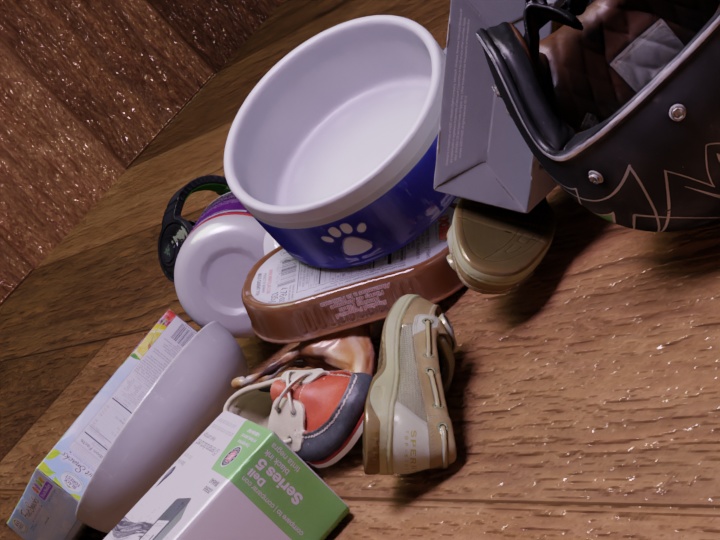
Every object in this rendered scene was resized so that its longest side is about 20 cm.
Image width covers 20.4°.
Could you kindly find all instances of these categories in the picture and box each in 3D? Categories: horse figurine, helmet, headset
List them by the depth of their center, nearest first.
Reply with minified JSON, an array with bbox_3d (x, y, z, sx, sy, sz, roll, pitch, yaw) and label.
[{"bbox_3d":[0.186,-0.117,1.237,0.199,0.191,0.200,-30,-26,-16],"label":"helmet"},{"bbox_3d":[-0.017,0.047,1.621,0.132,0.050,0.200,-18,21,35],"label":"horse figurine"},{"bbox_3d":[-0.161,0.000,2.062,0.094,0.123,0.201,-30,39,47],"label":"headset"}]

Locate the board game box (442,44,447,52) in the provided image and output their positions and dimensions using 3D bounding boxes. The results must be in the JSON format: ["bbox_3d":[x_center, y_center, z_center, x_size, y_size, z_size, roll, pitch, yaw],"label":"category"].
[{"bbox_3d":[0.129,-0.194,1.749,0.200,0.043,0.199,-33,-6,-32],"label":"board game box"}]

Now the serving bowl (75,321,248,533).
[{"bbox_3d":[-0.151,0.142,1.655,0.201,0.066,0.200,-55,-4,-6],"label":"serving bowl"}]

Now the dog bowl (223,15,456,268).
[{"bbox_3d":[-0.006,-0.103,1.589,0.199,0.079,0.201,-22,43,22],"label":"dog bowl"}]

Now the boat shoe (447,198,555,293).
[{"bbox_3d":[0.100,-0.028,1.465,0.201,0.073,0.063,-81,4,-62],"label":"boat shoe"}]

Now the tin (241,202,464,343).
[{"bbox_3d":[0.000,0.000,1.590,0.199,0.042,0.112,-16,33,11],"label":"tin"}]

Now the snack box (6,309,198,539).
[{"bbox_3d":[-0.227,0.152,1.822,0.200,0.068,0.169,-54,1,-31],"label":"snack box"}]

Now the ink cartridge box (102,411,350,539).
[{"bbox_3d":[-0.118,0.203,1.393,0.200,0.084,0.145,-47,14,-11],"label":"ink cartridge box"}]

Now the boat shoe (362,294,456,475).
[{"bbox_3d":[0.043,0.077,1.364,0.063,0.074,0.201,3,21,8],"label":"boat shoe"}]

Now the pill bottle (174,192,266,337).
[{"bbox_3d":[-0.109,-0.012,1.891,0.112,0.113,0.200,-42,8,11],"label":"pill bottle"}]

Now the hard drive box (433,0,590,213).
[{"bbox_3d":[0.130,-0.152,1.448,0.200,0.076,0.157,-41,-39,-57],"label":"hard drive box"}]

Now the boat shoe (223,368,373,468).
[{"bbox_3d":[-0.044,0.104,1.484,0.071,0.062,0.200,-58,14,-21],"label":"boat shoe"}]

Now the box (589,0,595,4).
[{"bbox_3d":[0.221,-0.229,1.410,0.086,0.201,0.164,-8,31,30],"label":"box"}]

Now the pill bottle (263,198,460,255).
[{"bbox_3d":[0.007,-0.051,1.720,0.200,0.112,0.113,-34,17,39],"label":"pill bottle"}]
